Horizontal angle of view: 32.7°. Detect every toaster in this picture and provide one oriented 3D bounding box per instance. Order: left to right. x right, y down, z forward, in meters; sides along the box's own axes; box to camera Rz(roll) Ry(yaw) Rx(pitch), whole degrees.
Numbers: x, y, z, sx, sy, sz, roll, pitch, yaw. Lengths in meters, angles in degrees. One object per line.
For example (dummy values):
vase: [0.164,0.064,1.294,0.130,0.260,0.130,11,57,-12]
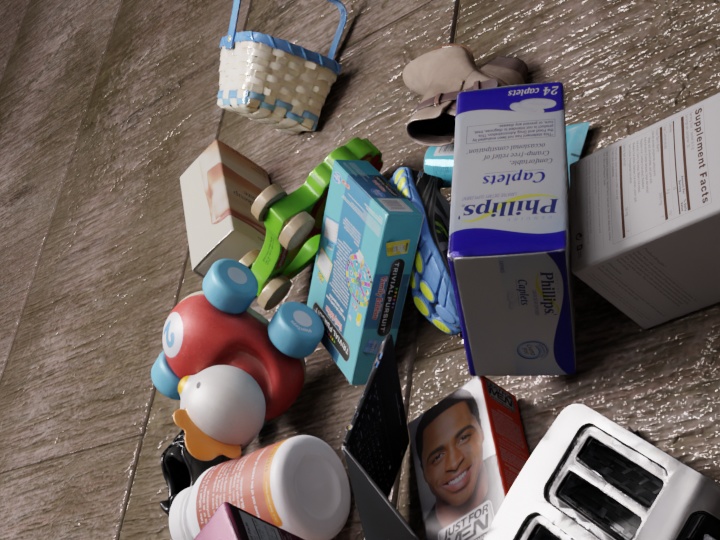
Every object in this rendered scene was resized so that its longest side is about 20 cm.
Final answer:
toaster: [0.202,0.219,0.958,0.182,0.118,0.199,-57,35,-1]

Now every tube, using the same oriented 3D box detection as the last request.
tube: [0.157,-0.121,1.337,0.198,0.050,0.079,0,68,46]

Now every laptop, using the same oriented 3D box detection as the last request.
laptop: [0.047,0.199,1.140,0.102,0.179,0.202,11,51,18]

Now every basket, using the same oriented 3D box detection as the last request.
basket: [-0.112,-0.303,1.689,0.138,0.174,0.203,15,87,57]

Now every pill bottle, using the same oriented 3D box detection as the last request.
pill bottle: [-0.114,0.254,1.324,0.198,0.112,0.114,-24,47,38]

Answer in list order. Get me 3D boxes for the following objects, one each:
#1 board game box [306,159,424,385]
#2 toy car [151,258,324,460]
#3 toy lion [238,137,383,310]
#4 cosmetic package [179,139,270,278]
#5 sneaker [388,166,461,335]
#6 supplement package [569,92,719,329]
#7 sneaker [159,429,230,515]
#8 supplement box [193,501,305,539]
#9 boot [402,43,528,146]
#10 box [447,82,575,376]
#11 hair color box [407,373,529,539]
board game box: [0.000,0.000,1.357,0.151,0.046,0.203,-131,47,-54]
toy car: [-0.160,0.129,1.360,0.185,0.175,0.201,-55,5,32]
toy lion: [-0.053,-0.067,1.478,0.191,0.069,0.201,-35,-19,-36]
cosmetic package: [-0.173,-0.070,1.652,0.087,0.103,0.202,-42,39,22]
sneaker: [0.087,-0.027,1.322,0.071,0.081,0.202,123,140,-50]
supplement package: [0.293,-0.055,1.050,0.198,0.121,0.121,-25,46,38]
sneaker: [-0.193,0.215,1.470,0.076,0.090,0.202,-34,40,33]
supplement box: [-0.079,0.317,1.156,0.111,0.199,0.086,-49,36,10]
boot: [0.095,-0.195,1.403,0.198,0.071,0.146,2,38,42]
box: [0.144,-0.035,1.137,0.103,0.185,0.202,-3,51,11]
hair color box: [0.109,0.208,1.129,0.101,0.061,0.202,-38,38,27]
